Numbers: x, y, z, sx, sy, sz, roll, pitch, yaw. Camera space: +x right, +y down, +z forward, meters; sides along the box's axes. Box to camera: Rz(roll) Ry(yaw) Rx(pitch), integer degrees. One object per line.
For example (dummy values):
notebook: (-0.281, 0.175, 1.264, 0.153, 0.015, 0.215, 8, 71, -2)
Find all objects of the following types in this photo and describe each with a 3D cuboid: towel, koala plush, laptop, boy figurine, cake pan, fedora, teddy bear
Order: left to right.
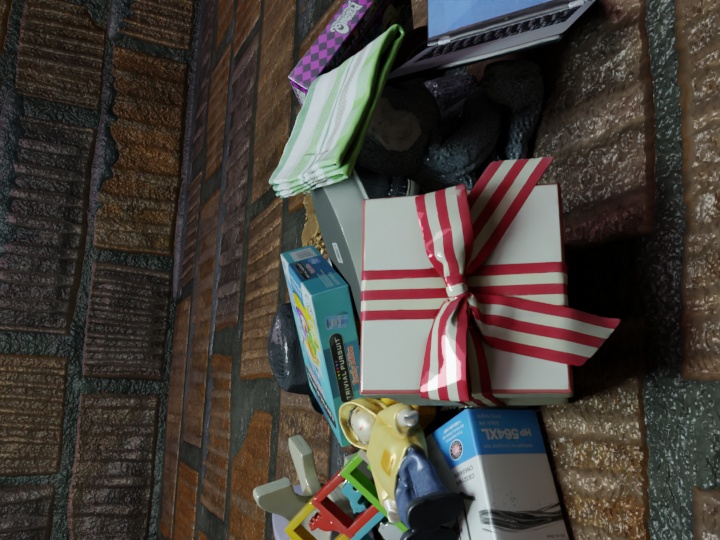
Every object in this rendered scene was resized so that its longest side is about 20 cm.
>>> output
fedora: (-0.088, 0.119, 1.060, 0.200, 0.091, 0.202, -175, 90, -66)
teddy bear: (-0.056, -0.119, 1.202, 0.145, 0.066, 0.201, -52, 31, 35)
towel: (-0.031, -0.150, 0.683, 0.200, 0.031, 0.150, -1, 69, 68)
cake pan: (-0.010, -0.028, 0.766, 0.200, 0.037, 0.201, 160, 90, -81)
boy figurine: (0.035, 0.185, 0.698, 0.200, 0.064, 0.125, -129, 43, -57)
koala plush: (0.064, -0.145, 0.753, 0.177, 0.199, 0.185, -163, 80, -65)
laptop: (0.121, -0.281, 0.673, 0.186, 0.200, 0.116, -5, 117, 36)

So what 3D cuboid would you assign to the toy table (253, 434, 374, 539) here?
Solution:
toy table: (-0.056, 0.320, 0.954, 0.200, 0.183, 0.118, 23, 122, 47)

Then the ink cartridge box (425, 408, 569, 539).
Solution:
ink cartridge box: (0.120, 0.253, 0.665, 0.146, 0.084, 0.201, 128, 142, -50)

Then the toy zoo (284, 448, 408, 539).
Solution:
toy zoo: (-0.005, 0.315, 0.837, 0.200, 0.131, 0.020, -50, -5, 24)

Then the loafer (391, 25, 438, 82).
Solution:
loafer: (0.070, -0.228, 0.939, 0.071, 0.073, 0.201, 56, 138, 38)

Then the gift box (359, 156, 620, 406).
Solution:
gift box: (0.107, 0.022, 0.591, 0.187, 0.199, 0.186, 39, -135, -68)

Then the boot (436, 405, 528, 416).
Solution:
boot: (0.118, 0.056, 0.759, 0.182, 0.072, 0.201, -20, 59, 62)

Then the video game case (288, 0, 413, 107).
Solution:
video game case: (-0.003, -0.268, 0.880, 0.200, 0.036, 0.181, -55, -14, -7)

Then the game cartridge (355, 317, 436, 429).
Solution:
game cartridge: (0.035, 0.110, 0.835, 0.177, 0.032, 0.201, 118, 147, -51)

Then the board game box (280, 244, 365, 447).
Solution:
board game box: (-0.042, 0.088, 0.850, 0.151, 0.047, 0.201, -134, 32, -63)

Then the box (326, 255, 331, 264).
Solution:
box: (-0.043, 0.075, 1.133, 0.137, 0.040, 0.201, -114, 38, -47)

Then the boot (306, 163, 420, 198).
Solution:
boot: (-0.021, -0.123, 0.992, 0.203, 0.153, 0.074, 12, 90, 67)
